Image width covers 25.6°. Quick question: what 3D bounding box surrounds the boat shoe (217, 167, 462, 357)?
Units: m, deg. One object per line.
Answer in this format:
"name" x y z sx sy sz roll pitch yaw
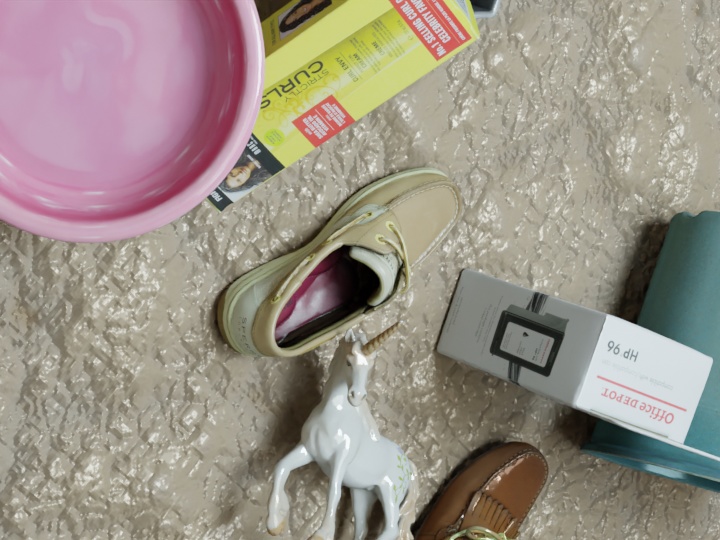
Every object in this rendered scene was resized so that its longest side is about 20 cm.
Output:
"boat shoe" 0.000 0.000 1.064 0.199 0.066 0.075 -37 119 -22

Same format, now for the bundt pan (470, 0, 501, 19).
"bundt pan" 0.022 -0.249 1.012 0.200 0.075 0.205 -10 107 -33

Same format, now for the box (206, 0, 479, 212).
"box" -0.030 -0.121 0.961 0.199 0.050 0.075 -32 124 16

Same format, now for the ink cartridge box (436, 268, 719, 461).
"ink cartridge box" 0.160 0.064 1.107 0.115 0.199 0.069 20 90 -36

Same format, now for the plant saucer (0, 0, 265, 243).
"plant saucer" -0.154 -0.118 0.904 0.198 0.051 0.204 -1 97 -7

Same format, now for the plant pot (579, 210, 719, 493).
"plant pot" 0.287 0.068 1.212 0.199 0.199 0.199 19 83 -36

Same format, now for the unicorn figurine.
"unicorn figurine" -0.006 0.128 1.078 0.200 0.073 0.139 62 45 -60

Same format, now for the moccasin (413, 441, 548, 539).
"moccasin" 0.074 0.210 1.157 0.201 0.077 0.074 -44 122 -22
